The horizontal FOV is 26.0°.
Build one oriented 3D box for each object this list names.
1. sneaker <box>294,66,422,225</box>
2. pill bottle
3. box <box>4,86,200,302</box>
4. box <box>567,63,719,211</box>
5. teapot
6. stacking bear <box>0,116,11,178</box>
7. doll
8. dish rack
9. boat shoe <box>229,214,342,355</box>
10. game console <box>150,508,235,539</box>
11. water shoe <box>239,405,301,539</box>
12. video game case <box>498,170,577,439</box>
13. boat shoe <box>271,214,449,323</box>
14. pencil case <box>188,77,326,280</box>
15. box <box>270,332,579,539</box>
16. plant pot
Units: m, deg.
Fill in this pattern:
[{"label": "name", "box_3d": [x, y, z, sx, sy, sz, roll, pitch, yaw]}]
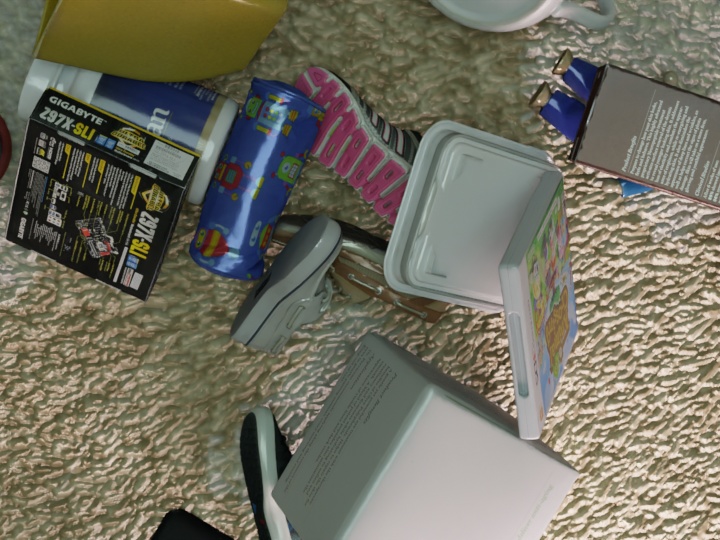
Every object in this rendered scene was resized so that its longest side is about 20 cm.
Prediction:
[{"label": "sneaker", "box_3d": [0.012, -0.125, 1.560, 0.200, 0.087, 0.074, 48, 118, 17]}, {"label": "pill bottle", "box_3d": [-0.228, -0.150, 1.531, 0.199, 0.111, 0.112, 21, 95, -3]}, {"label": "box", "box_3d": [-0.253, -0.069, 1.508, 0.159, 0.200, 0.050, 23, 52, -4]}, {"label": "box", "box_3d": [0.311, -0.121, 1.509, 0.199, 0.075, 0.101, 19, 95, -1]}, {"label": "teapot", "box_3d": [0.145, -0.333, 1.506, 0.196, 0.146, 0.201, 8, 119, 23]}, {"label": "stacking bear", "box_3d": [-0.407, -0.117, 1.487, 0.113, 0.200, 0.122, 18, 96, -3]}, {"label": "doll", "box_3d": [0.274, -0.144, 1.569, 0.199, 0.048, 0.137, 34, 96, -4]}, {"label": "dish rack", "box_3d": [0.121, -0.045, 1.522, 0.199, 0.043, 0.173, 13, 98, -42]}, {"label": "boat shoe", "box_3d": [-0.060, 0.022, 1.535, 0.065, 0.072, 0.200, 28, 131, -14]}, {"label": "game console", "box_3d": [-0.165, 0.382, 1.636, 0.199, 0.117, 0.176, 31, 125, -3]}, {"label": "water shoe", "box_3d": [-0.071, 0.230, 1.605, 0.078, 0.071, 0.202, -13, 100, -22]}, {"label": "video game case", "box_3d": [0.172, 0.029, 1.480, 0.022, 0.200, 0.183, 1, 118, 19]}, {"label": "boat shoe", "box_3d": [0.000, 0.000, 1.570, 0.199, 0.076, 0.072, 20, 105, 4]}, {"label": "pencil case", "box_3d": [-0.100, -0.085, 1.520, 0.078, 0.087, 0.201, 26, 97, 42]}, {"label": "box", "box_3d": [0.060, 0.207, 1.514, 0.199, 0.171, 0.200, 30, 93, -25]}, {"label": "plant pot", "box_3d": [-0.171, -0.289, 1.457, 0.199, 0.195, 0.195, 18, 59, -20]}]
